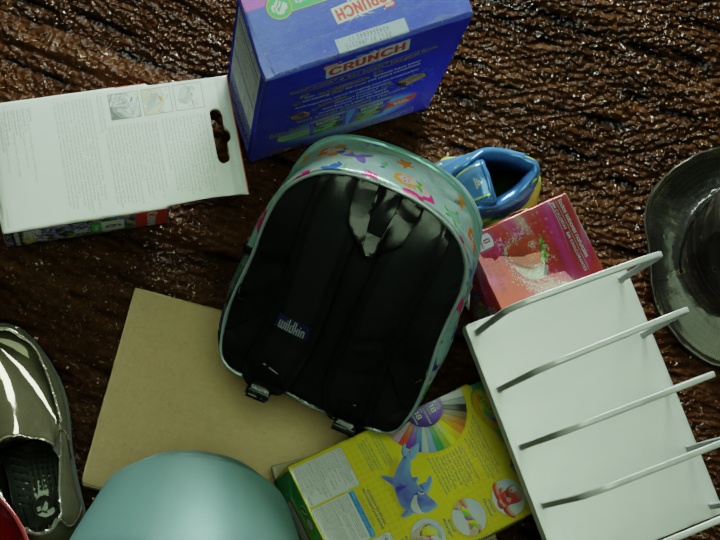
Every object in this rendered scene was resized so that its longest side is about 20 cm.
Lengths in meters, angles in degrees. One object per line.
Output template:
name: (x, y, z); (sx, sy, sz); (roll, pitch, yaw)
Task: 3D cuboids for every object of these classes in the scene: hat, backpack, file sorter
hat: (0.338, -0.019, 1.231); (0.199, 0.081, 0.202); (2, 77, -9)
backpack: (0.000, 0.000, 1.108); (0.176, 0.201, 0.151); (23, 33, 3)
file sorter: (0.184, 0.102, 1.058); (0.138, 0.125, 0.201); (-19, 81, -12)

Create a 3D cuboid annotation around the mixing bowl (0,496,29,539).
mixing bowl: (-0.313, 0.251, 1.052); (0.198, 0.109, 0.202); (-3, 67, 6)

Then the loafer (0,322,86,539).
loafer: (-0.254, 0.126, 1.113); (0.075, 0.070, 0.201); (-20, 71, -12)

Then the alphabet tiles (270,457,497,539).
alphabet tiles: (0.034, 0.229, 1.138); (0.166, 0.008, 0.201); (-10, 70, -23)

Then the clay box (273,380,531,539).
clay box: (0.046, 0.171, 1.137); (0.199, 0.048, 0.115); (-20, 74, -27)

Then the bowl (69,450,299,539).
bowl: (-0.125, 0.207, 1.073); (0.199, 0.201, 0.106); (9, 49, -6)

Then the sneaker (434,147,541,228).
sneaker: (0.057, -0.064, 1.190); (0.199, 0.105, 0.076); (-16, 79, -12)

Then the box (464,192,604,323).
box: (0.157, 0.053, 1.179); (0.095, 0.100, 0.201); (-24, 81, -12)

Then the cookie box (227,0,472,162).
cookie box: (-0.015, -0.171, 1.156); (0.170, 0.200, 0.076); (-19, 80, -12)

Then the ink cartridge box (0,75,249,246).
ink cartridge box: (-0.199, -0.090, 1.190); (0.198, 0.050, 0.110); (-9, 78, -11)

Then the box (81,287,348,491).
box: (-0.106, 0.116, 1.168); (0.198, 0.021, 0.165); (15, 76, -4)
